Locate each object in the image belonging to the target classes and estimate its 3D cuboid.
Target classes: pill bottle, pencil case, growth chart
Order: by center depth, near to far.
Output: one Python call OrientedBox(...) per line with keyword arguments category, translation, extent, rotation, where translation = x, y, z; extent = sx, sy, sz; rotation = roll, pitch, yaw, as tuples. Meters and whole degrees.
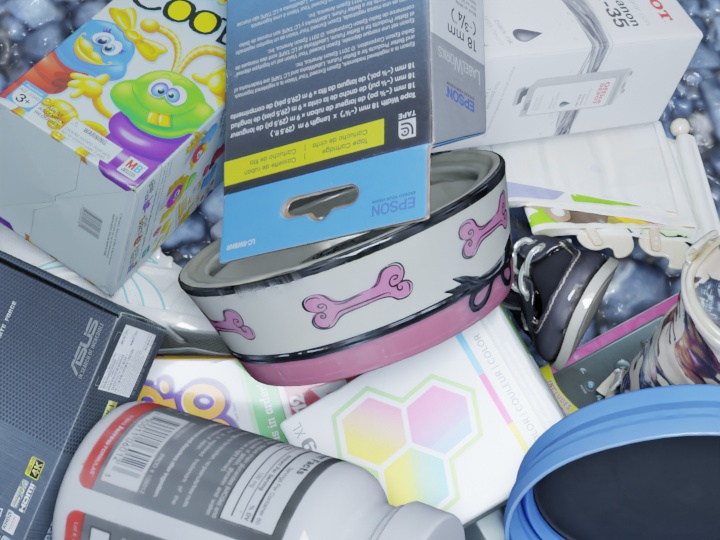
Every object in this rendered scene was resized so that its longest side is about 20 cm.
OrientedBox(category="pill bottle", translation=(-0.054, 0.149, 0.845), extent=(0.200, 0.116, 0.116), rotation=(15, 70, 23))
OrientedBox(category="pencil case", translation=(0.188, 0.054, 0.868), extent=(0.089, 0.200, 0.078), rotation=(33, 62, 12))
OrientedBox(category="growth chart", translation=(0.145, -0.069, 1.032), extent=(0.200, 0.018, 0.145), rotation=(13, 52, -13))

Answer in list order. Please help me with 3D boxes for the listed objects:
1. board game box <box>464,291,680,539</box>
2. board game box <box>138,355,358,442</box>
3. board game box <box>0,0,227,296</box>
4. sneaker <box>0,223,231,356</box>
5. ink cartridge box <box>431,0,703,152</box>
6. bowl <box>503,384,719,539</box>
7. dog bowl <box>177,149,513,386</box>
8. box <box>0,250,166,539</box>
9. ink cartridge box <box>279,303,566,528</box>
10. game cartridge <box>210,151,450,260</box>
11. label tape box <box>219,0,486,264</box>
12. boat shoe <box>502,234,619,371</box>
OrientedBox(category="board game box", translation=(0.156, 0.120, 0.982), extent=(0.200, 0.064, 0.148), rotation=(-27, 76, -12))
OrientedBox(category="board game box", translation=(-0.086, 0.101, 0.978), extent=(0.200, 0.030, 0.096), rotation=(0, 91, -2))
OrientedBox(category="board game box", translation=(-0.130, -0.100, 0.981), extent=(0.103, 0.105, 0.200), rotation=(33, 50, 8))
OrientedBox(category="sneaker", translation=(-0.144, 0.006, 0.997), extent=(0.200, 0.070, 0.080), rotation=(14, 68, 1))
OrientedBox(category="ink cartridge box", translation=(0.095, -0.162, 1.015), extent=(0.200, 0.083, 0.147), rotation=(-10, 53, -27))
OrientedBox(category="bowl", translation=(0.177, 0.131, 0.851), extent=(0.200, 0.201, 0.039), rotation=(7, 49, -2))
OrientedBox(category="dog bowl", translation=(0.000, 0.000, 0.916), extent=(0.200, 0.200, 0.074), rotation=(-24, 104, -11))
OrientedBox(category="box", translation=(-0.219, 0.093, 0.913), extent=(0.158, 0.051, 0.200), rotation=(23, 88, 32))
OrientedBox(category="ink cartridge box", translation=(0.021, 0.113, 0.920), extent=(0.200, 0.059, 0.104), rotation=(-30, 77, 3))
OrientedBox(category="game cartridge", translation=(0.017, -0.045, 1.043), extent=(0.133, 0.041, 0.200), rotation=(43, 74, 14))
OrientedBox(category="label tape box", translation=(-0.005, -0.103, 0.897), extent=(0.144, 0.063, 0.200), rotation=(-11, 70, 33))
OrientedBox(category="boat shoe", translation=(0.108, 0.013, 0.946), extent=(0.063, 0.200, 0.073), rotation=(29, 91, 3))
